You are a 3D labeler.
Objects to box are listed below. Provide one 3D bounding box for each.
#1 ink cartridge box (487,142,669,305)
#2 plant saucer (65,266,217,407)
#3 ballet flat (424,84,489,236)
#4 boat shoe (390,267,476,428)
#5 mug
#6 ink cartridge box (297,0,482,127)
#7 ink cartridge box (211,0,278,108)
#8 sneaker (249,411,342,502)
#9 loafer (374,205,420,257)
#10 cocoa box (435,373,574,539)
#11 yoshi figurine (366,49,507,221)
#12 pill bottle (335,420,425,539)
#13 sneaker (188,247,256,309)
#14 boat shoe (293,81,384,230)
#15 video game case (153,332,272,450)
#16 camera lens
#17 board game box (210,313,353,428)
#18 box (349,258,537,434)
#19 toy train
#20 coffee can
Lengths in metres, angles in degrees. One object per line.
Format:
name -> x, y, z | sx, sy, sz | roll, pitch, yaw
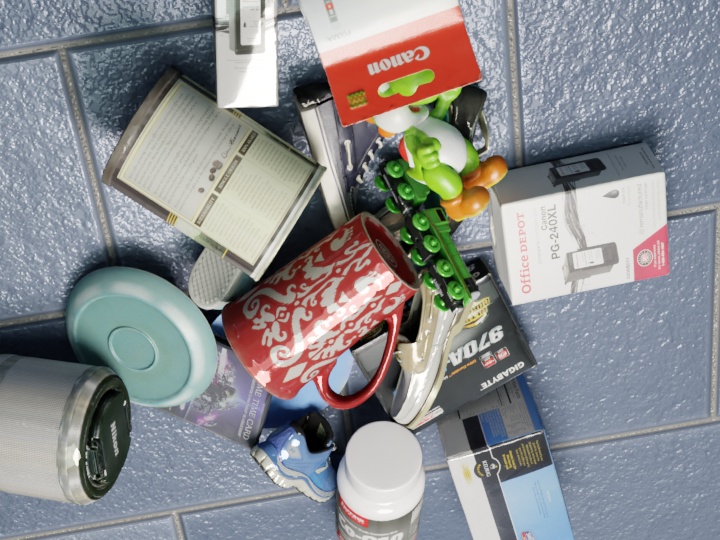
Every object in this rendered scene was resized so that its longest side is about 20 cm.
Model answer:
ink cartridge box -> 0.258, -0.054, 1.621 | 0.198, 0.084, 0.147 | -12, 122, -1
plant saucer -> -0.266, 0.088, 1.622 | 0.198, 0.027, 0.202 | 10, 126, 15
ballet flat -> 0.117, -0.121, 1.574 | 0.068, 0.068, 0.202 | -7, 123, -18
boat shoe -> 0.069, 0.088, 1.624 | 0.068, 0.075, 0.202 | 16, 101, -19
mug -> -0.029, 0.046, 1.553 | 0.199, 0.134, 0.177 | -38, 129, 16
ink cartridge box -> 0.022, -0.270, 1.410 | 0.160, 0.202, 0.050 | -18, 167, 4
ink cartridge box -> -0.120, -0.284, 1.410 | 0.067, 0.116, 0.202 | -2, 120, -7
sneaker -> -0.058, 0.232, 1.717 | 0.089, 0.079, 0.200 | -45, 156, 5
loafer -> 0.000, 0.000, 1.612 | 0.200, 0.063, 0.072 | -45, 123, 6
cocoa box -> 0.186, 0.259, 1.771 | 0.130, 0.134, 0.202 | -18, 122, 3
yoshi figurine -> 0.082, -0.160, 1.470 | 0.112, 0.112, 0.200 | -43, 105, -1
pill bottle -> 0.024, 0.283, 1.737 | 0.112, 0.115, 0.201 | -5, 145, -5
sneaker -> -0.126, -0.042, 1.596 | 0.074, 0.082, 0.201 | 40, 96, 16
boat shoe -> -0.007, -0.126, 1.547 | 0.092, 0.075, 0.202 | -18, 123, -4
video game case -> -0.202, 0.128, 1.652 | 0.198, 0.019, 0.144 | 22, 127, 4
camera lens -> -0.380, 0.184, 1.606 | 0.198, 0.160, 0.162 | 7, 123, 13
board game box -> -0.106, 0.101, 1.693 | 0.157, 0.039, 0.200 | -36, 122, 6
box -> 0.101, 0.099, 1.702 | 0.199, 0.046, 0.160 | -29, 121, 2
toy train -> 0.078, -0.042, 1.552 | 0.056, 0.201, 0.042 | -11, 157, -39
coffee can -> -0.156, -0.103, 1.465 | 0.199, 0.147, 0.147 | 33, 113, -5
